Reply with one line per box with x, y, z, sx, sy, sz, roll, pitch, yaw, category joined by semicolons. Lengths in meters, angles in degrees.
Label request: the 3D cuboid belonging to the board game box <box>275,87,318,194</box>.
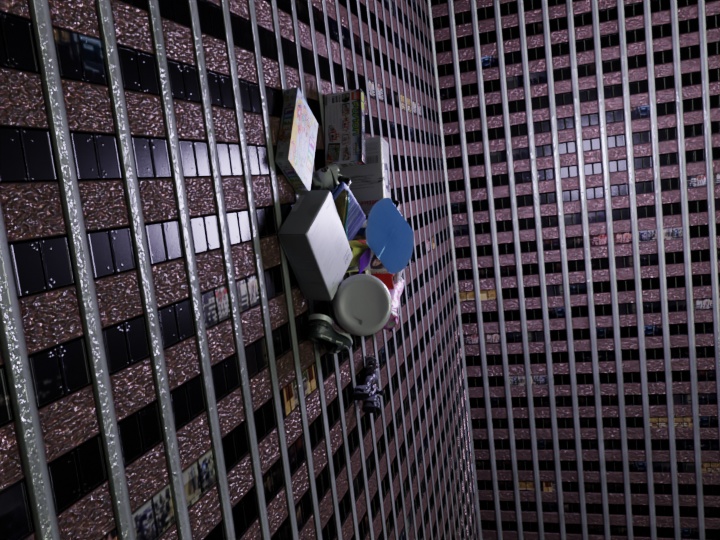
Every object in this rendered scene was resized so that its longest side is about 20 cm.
-0.146;-0.301;1.492;0.135;0.033;0.204;56;34;-59;board game box

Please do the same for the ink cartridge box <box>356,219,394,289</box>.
0.038;-0.045;1.889;0.067;0.113;0.204;-62;144;-60;ink cartridge box

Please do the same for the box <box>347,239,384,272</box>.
0.008;-0.042;1.738;0.198;0.050;0.077;-7;123;-50;box

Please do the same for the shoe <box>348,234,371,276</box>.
0.000;0.000;1.829;0.054;0.068;0.205;-70;154;-69;shoe

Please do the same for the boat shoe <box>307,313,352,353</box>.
-0.077;0.169;1.547;0.200;0.074;0.062;46;45;-53;boat shoe

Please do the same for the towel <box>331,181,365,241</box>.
-0.057;-0.126;1.640;0.146;0.024;0.200;-54;153;-9;towel

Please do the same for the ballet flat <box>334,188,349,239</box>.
-0.059;-0.111;1.563;0.203;0.069;0.072;91;8;-46;ballet flat

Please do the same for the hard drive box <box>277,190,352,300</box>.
-0.099;-0.058;1.478;0.157;0.075;0.203;-65;147;-42;hard drive box

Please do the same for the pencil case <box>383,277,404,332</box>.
0.097;0.101;2.099;0.202;0.085;0.089;-76;155;-47;pencil case

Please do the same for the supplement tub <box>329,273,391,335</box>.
-0.004;0.088;1.596;0.200;0.141;0.148;141;-54;-82;supplement tub

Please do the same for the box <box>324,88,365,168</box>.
-0.042;-0.380;1.724;0.035;0.107;0.205;29;59;-69;box

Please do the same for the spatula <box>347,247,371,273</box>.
-0.036;0.003;1.649;0.198;0.020;0.057;-31;139;-34;spatula

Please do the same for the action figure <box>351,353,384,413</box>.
0.033;0.328;1.863;0.201;0.068;0.132;-69;141;-62;action figure

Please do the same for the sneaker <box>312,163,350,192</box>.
-0.056;-0.195;1.647;0.075;0.087;0.201;64;1;33;sneaker

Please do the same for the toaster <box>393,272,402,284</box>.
0.087;-0.046;2.057;0.131;0.111;0.203;-71;160;-45;toaster

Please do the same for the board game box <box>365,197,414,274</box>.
0.068;-0.090;1.730;0.201;0.038;0.160;50;55;-32;board game box

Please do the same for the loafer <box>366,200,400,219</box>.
0.058;-0.165;1.972;0.200;0.072;0.072;-41;151;-44;loafer

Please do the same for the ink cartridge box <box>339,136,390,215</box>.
0.007;-0.258;1.791;0.084;0.141;0.205;14;73;-71;ink cartridge box
